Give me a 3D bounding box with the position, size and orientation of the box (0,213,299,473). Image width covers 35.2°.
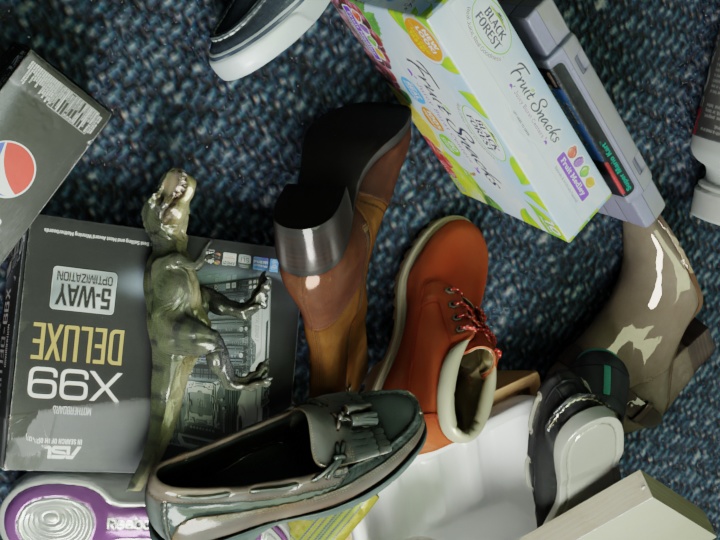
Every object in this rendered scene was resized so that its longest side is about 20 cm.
[{"bbox_3d":[-0.139,0.054,0.760,0.198,0.050,0.160,8,84,-31],"label":"box"}]

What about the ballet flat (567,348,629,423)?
[{"bbox_3d":[0.185,0.155,0.958,0.072,0.073,0.202,-17,137,-23],"label":"ballet flat"}]

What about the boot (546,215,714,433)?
[{"bbox_3d":[0.224,0.055,0.983,0.145,0.070,0.201,-33,114,-6],"label":"boot"}]

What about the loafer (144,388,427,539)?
[{"bbox_3d":[-0.043,0.120,0.726,0.198,0.072,0.063,-22,135,-20],"label":"loafer"}]

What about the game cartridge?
[{"bbox_3d":[0.136,-0.119,0.831,0.038,0.129,0.200,-43,122,-7],"label":"game cartridge"}]

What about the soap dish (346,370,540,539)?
[{"bbox_3d":[0.063,0.180,0.926,0.198,0.081,0.159,-21,117,-21],"label":"soap dish"}]

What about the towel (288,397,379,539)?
[{"bbox_3d":[-0.094,0.183,0.827,0.143,0.023,0.200,40,83,11],"label":"towel"}]

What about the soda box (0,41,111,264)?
[{"bbox_3d":[-0.239,-0.038,0.684,0.063,0.071,0.201,39,86,-29],"label":"soda box"}]

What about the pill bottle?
[{"bbox_3d":[0.341,-0.137,0.949,0.109,0.111,0.203,2,106,-29],"label":"pill bottle"}]

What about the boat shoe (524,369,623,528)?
[{"bbox_3d":[0.161,0.158,0.884,0.073,0.061,0.201,-21,137,-9],"label":"boat shoe"}]

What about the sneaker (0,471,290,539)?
[{"bbox_3d":[-0.145,0.165,0.785,0.197,0.100,0.076,13,91,-16],"label":"sneaker"}]

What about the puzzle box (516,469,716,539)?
[{"bbox_3d":[0.169,0.231,0.898,0.199,0.026,0.133,-35,140,20],"label":"puzzle box"}]

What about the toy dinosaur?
[{"bbox_3d":[-0.102,0.039,0.729,0.087,0.047,0.203,4,87,-17],"label":"toy dinosaur"}]

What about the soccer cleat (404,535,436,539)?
[{"bbox_3d":[0.027,0.292,0.814,0.069,0.077,0.202,56,51,-60],"label":"soccer cleat"}]

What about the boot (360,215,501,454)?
[{"bbox_3d":[0.072,0.043,0.839,0.075,0.107,0.202,30,63,-27],"label":"boot"}]

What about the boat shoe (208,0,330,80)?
[{"bbox_3d":[-0.048,-0.222,0.731,0.201,0.071,0.091,-51,123,-12],"label":"boat shoe"}]

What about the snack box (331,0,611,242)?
[{"bbox_3d":[0.076,-0.121,0.788,0.053,0.142,0.200,-45,122,-9],"label":"snack box"}]

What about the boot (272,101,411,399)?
[{"bbox_3d":[0.000,0.000,0.816,0.067,0.189,0.202,3,129,13],"label":"boot"}]
